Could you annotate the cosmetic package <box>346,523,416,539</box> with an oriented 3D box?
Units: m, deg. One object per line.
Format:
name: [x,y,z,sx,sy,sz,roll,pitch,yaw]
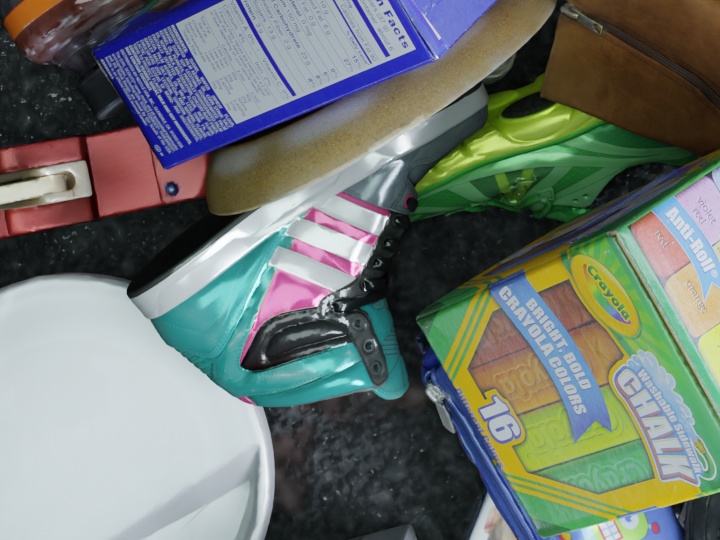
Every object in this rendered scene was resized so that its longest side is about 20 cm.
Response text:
cosmetic package: [0.009,0.188,1.146,0.050,0.200,0.083,-15,94,6]

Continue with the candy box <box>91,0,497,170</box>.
candy box: [-0.005,-0.142,1.092,0.200,0.169,0.077,-17,111,46]

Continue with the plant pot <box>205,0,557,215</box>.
plant pot: [0.003,-0.093,1.124,0.200,0.200,0.028,-32,104,7]

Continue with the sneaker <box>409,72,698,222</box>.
sneaker: [0.082,-0.051,1.180,0.199,0.074,0.084,-17,120,20]

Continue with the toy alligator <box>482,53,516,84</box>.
toy alligator: [0.095,-0.191,1.182,0.059,0.054,0.201,19,96,4]

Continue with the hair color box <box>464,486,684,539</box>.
hair color box: [0.121,0.105,1.200,0.100,0.061,0.201,20,97,4]

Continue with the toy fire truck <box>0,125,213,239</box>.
toy fire truck: [-0.165,-0.043,1.174,0.199,0.141,0.049,-11,93,6]

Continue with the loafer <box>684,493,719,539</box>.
loafer: [0.222,0.078,1.136,0.068,0.070,0.201,47,58,-22]

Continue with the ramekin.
ramekin: [-0.139,0.100,1.207,0.202,0.094,0.203,0,94,5]

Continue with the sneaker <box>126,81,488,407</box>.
sneaker: [0.000,0.000,1.124,0.200,0.084,0.121,-34,104,4]

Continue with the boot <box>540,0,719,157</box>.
boot: [0.166,-0.047,1.075,0.200,0.068,0.189,26,135,23]

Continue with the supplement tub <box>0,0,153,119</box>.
supplement tub: [-0.154,-0.180,1.180,0.107,0.107,0.200,-31,91,7]

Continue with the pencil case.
pencil case: [0.101,0.104,1.131,0.087,0.078,0.200,-28,90,-21]

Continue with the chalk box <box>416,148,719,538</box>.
chalk box: [0.145,0.024,1.014,0.124,0.200,0.125,-30,91,-34]
